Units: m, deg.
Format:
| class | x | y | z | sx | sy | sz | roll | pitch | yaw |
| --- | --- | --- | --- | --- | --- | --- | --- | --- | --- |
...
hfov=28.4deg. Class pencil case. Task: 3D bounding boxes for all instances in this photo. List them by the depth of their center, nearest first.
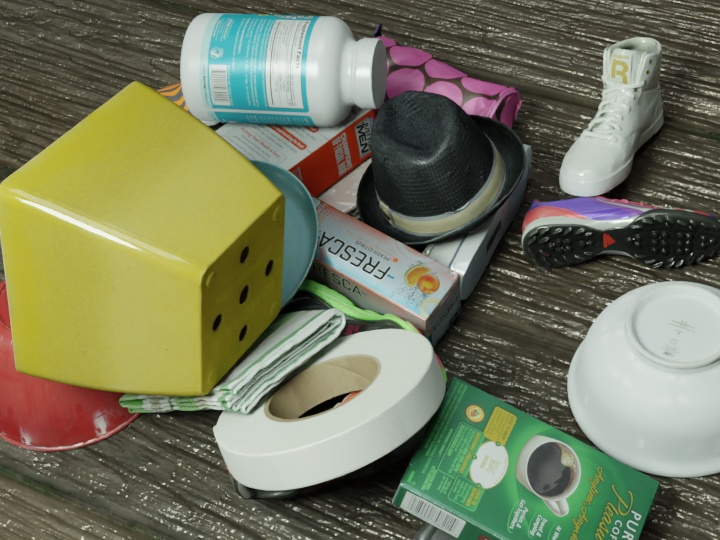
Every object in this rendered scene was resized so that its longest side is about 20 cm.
| class | x | y | z | sx | sy | sz | roll | pitch | yaw |
| --- | --- | --- | --- | --- | --- | --- | --- | --- | --- |
| pencil case | 0.084 | -0.195 | 1.564 | 0.199 | 0.092 | 0.093 | 29 | 37 | 29 |

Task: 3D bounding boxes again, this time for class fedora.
| class | x | y | z | sx | sy | sz | roll | pitch | yaw |
| --- | --- | --- | --- | --- | --- | --- | --- | --- | --- |
| fedora | 0.066 | -0.118 | 1.410 | 0.198 | 0.092 | 0.202 | -18 | 38 | 14 |

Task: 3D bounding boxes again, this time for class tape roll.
| class | x | y | z | sx | sy | sz | roll | pitch | yaw |
| --- | --- | --- | --- | --- | --- | --- | --- | --- | --- |
| tape roll | -0.027 | 0.114 | 1.200 | 0.200 | 0.037 | 0.203 | -19 | 19 | 7 |

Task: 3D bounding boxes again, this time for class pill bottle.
| class | x | y | z | sx | sy | sz | roll | pitch | yaw |
| --- | --- | --- | --- | --- | --- | --- | --- | --- | --- |
| pill bottle | -0.075 | -0.204 | 1.448 | 0.197 | 0.112 | 0.112 | 5 | 48 | 14 |

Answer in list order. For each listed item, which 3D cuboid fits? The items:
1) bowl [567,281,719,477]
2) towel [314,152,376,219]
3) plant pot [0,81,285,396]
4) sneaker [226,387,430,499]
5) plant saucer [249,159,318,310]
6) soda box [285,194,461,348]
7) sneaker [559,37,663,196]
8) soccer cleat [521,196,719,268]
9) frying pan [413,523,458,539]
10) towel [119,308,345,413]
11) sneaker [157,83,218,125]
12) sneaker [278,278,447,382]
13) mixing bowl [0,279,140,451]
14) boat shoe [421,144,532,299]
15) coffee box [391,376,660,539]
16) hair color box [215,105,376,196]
| class | x | y | z | sx | sy | sz | roll | pitch | yaw |
| --- | --- | --- | --- | --- | --- | --- | --- | --- | --- |
| bowl | 0.283 | 0.076 | 1.269 | 0.198 | 0.091 | 0.203 | -5 | 46 | 5 |
| towel | -0.062 | -0.106 | 1.539 | 0.199 | 0.032 | 0.191 | -31 | 51 | -18 |
| plant pot | -0.171 | -0.010 | 1.215 | 0.175 | 0.202 | 0.200 | 20 | 41 | 20 |
| sneaker | -0.022 | 0.160 | 1.235 | 0.198 | 0.078 | 0.082 | -21 | 12 | 4 |
| plant saucer | -0.129 | -0.016 | 1.362 | 0.197 | 0.027 | 0.202 | -9 | 58 | 15 |
| soda box | 0.000 | 0.000 | 1.384 | 0.199 | 0.069 | 0.064 | 29 | 63 | 23 |
| sneaker | 0.256 | -0.167 | 1.460 | 0.073 | 0.117 | 0.200 | 12 | 39 | 27 |
| soccer cleat | 0.259 | -0.046 | 1.407 | 0.197 | 0.069 | 0.074 | -2 | 39 | 10 |
| frying pan | 0.105 | 0.215 | 1.214 | 0.113 | 0.031 | 0.191 | 9 | 52 | 16 |
| towel | -0.117 | 0.087 | 1.296 | 0.149 | 0.031 | 0.199 | -35 | 15 | -35 |
| sneaker | -0.160 | -0.226 | 1.594 | 0.198 | 0.113 | 0.078 | -2 | 37 | 27 |
| sneaker | -0.004 | 0.078 | 1.338 | 0.198 | 0.077 | 0.084 | 21 | 66 | 33 |
| mixing bowl | -0.289 | 0.060 | 1.370 | 0.197 | 0.109 | 0.202 | -4 | 46 | 4 |
| boat shoe | 0.114 | -0.060 | 1.437 | 0.065 | 0.074 | 0.201 | 19 | 52 | 20 |
| coffee box | 0.138 | 0.186 | 1.182 | 0.198 | 0.044 | 0.124 | 26 | 54 | 6 |
| hair color box | -0.088 | -0.120 | 1.493 | 0.199 | 0.064 | 0.111 | -38 | 52 | -21 |
